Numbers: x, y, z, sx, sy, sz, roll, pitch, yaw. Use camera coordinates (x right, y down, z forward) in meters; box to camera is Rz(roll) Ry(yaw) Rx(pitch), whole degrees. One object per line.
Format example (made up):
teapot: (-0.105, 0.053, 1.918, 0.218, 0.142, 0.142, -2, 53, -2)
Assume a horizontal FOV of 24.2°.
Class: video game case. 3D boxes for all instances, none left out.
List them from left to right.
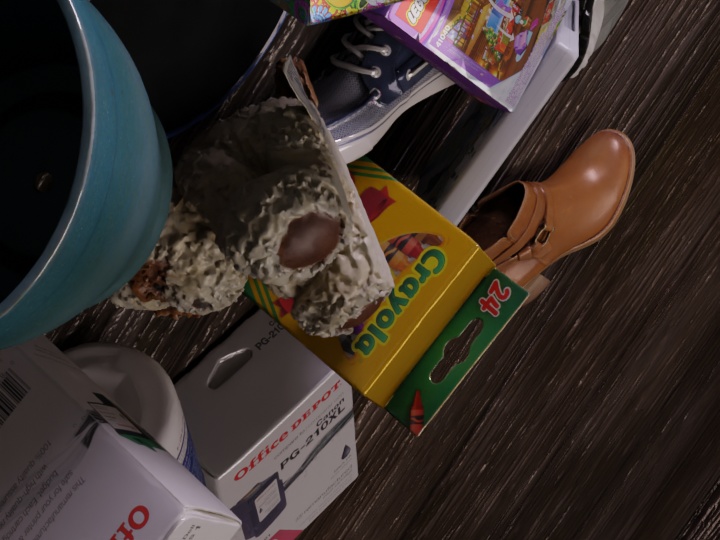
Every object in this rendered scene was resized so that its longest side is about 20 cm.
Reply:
video game case: (0.097, -0.110, 1.239, 0.201, 0.022, 0.183, -55, -173, 23)

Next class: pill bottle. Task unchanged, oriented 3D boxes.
pill bottle: (-0.164, 0.144, 1.144, 0.111, 0.111, 0.201, -42, 154, -21)

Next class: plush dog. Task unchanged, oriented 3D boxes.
plush dog: (-0.090, -0.032, 1.024, 0.170, 0.162, 0.200, -22, 161, 6)

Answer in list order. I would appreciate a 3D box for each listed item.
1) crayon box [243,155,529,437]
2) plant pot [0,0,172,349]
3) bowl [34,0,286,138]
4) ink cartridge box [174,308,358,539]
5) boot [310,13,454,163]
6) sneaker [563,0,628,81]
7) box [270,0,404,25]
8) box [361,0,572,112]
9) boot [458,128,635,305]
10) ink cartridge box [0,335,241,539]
crayon box: (0.000, 0.000, 1.132, 0.127, 0.199, 0.051, -52, 156, -1)
plant pot: (-0.177, -0.052, 0.773, 0.201, 0.199, 0.188, -54, 165, 5)
bowl: (-0.105, -0.157, 0.931, 0.200, 0.039, 0.202, -40, 153, -26)
ink cartridge box: (-0.080, 0.139, 1.317, 0.145, 0.084, 0.201, -42, 154, -23)
boot: (0.006, -0.147, 1.122, 0.200, 0.072, 0.091, -39, 141, -35)
sneaker: (0.188, -0.244, 1.309, 0.079, 0.074, 0.201, -37, 159, -50)
box: (0.023, -0.253, 0.824, 0.191, 0.122, 0.202, -19, 128, -29)
box: (0.094, -0.224, 1.096, 0.136, 0.039, 0.201, 30, 87, -41)
boot: (0.166, -0.060, 1.507, 0.201, 0.073, 0.155, -56, 152, 0)
ink cartridge box: (-0.190, 0.140, 0.982, 0.147, 0.200, 0.084, -52, 155, 2)
